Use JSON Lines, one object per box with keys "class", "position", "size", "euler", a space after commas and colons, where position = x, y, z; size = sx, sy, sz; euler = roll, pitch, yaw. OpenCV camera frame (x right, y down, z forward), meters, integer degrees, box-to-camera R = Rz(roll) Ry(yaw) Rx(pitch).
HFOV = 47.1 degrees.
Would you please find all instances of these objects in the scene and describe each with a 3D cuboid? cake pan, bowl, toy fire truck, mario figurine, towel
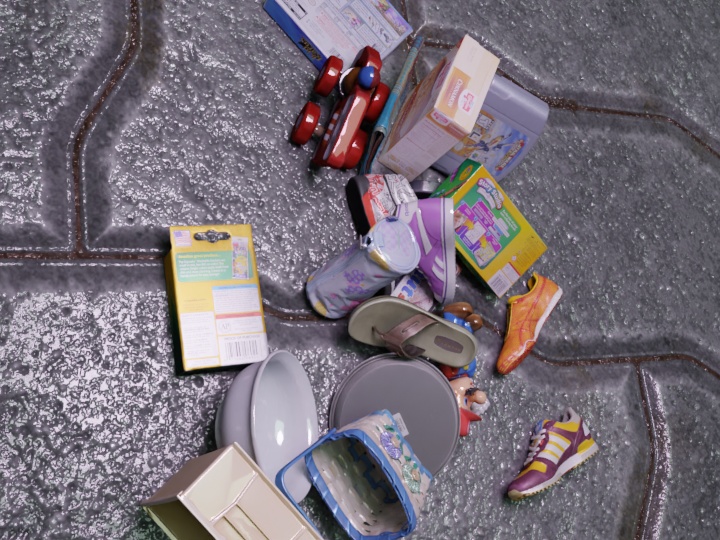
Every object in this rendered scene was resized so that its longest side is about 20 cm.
{"class": "cake pan", "position": [0.053, 0.223, 1.205], "size": [0.196, 0.037, 0.204], "euler": [0, 87, -6]}
{"class": "bowl", "position": [-0.133, 0.211, 1.104], "size": [0.201, 0.089, 0.205], "euler": [-8, 90, -71]}
{"class": "toy fire truck", "position": [-0.017, -0.248, 1.265], "size": [0.111, 0.168, 0.202], "euler": [26, 88, -17]}
{"class": "mario figurine", "position": [0.170, 0.158, 1.288], "size": [0.122, 0.106, 0.203], "euler": [17, 66, -23]}
{"class": "towel", "position": [0.051, -0.260, 1.334], "size": [0.021, 0.147, 0.202], "euler": [23, 63, 0]}

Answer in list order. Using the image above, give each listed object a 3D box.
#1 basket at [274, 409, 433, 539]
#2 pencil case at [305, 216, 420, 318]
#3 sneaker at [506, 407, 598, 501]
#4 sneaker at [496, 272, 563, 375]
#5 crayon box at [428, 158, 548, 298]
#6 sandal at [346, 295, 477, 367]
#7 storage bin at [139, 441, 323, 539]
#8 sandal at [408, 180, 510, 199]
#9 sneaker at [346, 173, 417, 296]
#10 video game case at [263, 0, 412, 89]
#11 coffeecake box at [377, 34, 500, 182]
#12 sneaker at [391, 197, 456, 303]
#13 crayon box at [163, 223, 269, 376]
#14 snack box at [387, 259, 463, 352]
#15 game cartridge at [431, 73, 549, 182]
{"class": "basket", "position": [-0.007, 0.285, 1.078], "size": [0.178, 0.138, 0.200], "euler": [56, 44, -4]}
{"class": "pencil case", "position": [0.000, 0.000, 1.196], "size": [0.090, 0.199, 0.084], "euler": [-11, 74, -39]}
{"class": "sneaker", "position": [0.294, 0.295, 1.332], "size": [0.198, 0.075, 0.091], "euler": [-21, 77, -36]}
{"class": "sneaker", "position": [0.269, 0.091, 1.389], "size": [0.076, 0.073, 0.201], "euler": [30, 57, 9]}
{"class": "crayon box", "position": [0.201, -0.067, 1.343], "size": [0.119, 0.058, 0.200], "euler": [-45, 115, -1]}
{"class": "sandal", "position": [0.078, 0.093, 1.195], "size": [0.198, 0.057, 0.081], "euler": [15, 110, -5]}
{"class": "storage bin", "position": [-0.154, 0.323, 1.020], "size": [0.199, 0.200, 0.094], "euler": [50, 58, -5]}
{"class": "sandal", "position": [0.173, -0.131, 1.392], "size": [0.197, 0.076, 0.044], "euler": [11, 76, -23]}
{"class": "sneaker", "position": [0.053, -0.060, 1.316], "size": [0.106, 0.067, 0.205], "euler": [-8, 76, -26]}
{"class": "video game case", "position": [-0.035, -0.426, 1.397], "size": [0.200, 0.045, 0.181], "euler": [47, 62, -7]}
{"class": "coffeecake box", "position": [0.123, -0.256, 1.335], "size": [0.072, 0.200, 0.155], "euler": [31, 63, -13]}
{"class": "sneaker", "position": [0.091, -0.029, 1.270], "size": [0.112, 0.203, 0.073], "euler": [-3, 41, 7]}
{"class": "crayon box", "position": [-0.205, 0.040, 1.166], "size": [0.124, 0.051, 0.204], "euler": [-3, 77, -27]}
{"class": "snack box", "position": [0.088, 0.040, 1.328], "size": [0.072, 0.024, 0.201], "euler": [43, 61, -8]}
{"class": "game cartridge", "position": [0.214, -0.220, 1.373], "size": [0.132, 0.200, 0.042], "euler": [28, 42, -13]}
